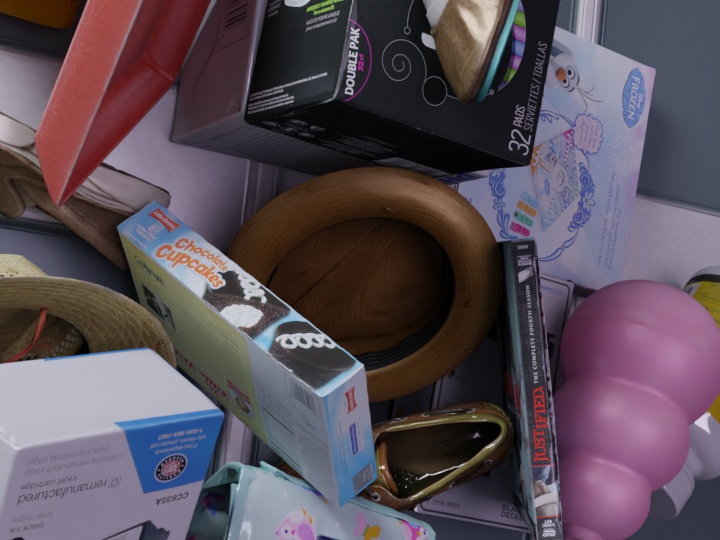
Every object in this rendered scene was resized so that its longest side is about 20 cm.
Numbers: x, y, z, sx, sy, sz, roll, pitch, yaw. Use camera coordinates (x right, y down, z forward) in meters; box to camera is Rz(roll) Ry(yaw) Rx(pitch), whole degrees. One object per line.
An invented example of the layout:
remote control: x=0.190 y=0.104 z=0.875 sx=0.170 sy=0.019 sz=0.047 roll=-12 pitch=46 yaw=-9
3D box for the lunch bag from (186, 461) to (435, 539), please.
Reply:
lunch bag: x=-0.056 y=0.230 z=0.928 sx=0.170 sy=0.122 sz=0.200 roll=23 pitch=102 yaw=-29

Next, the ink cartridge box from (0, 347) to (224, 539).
ink cartridge box: x=-0.180 y=0.154 z=0.814 sx=0.146 sy=0.086 sz=0.200 roll=-5 pitch=119 yaw=-47

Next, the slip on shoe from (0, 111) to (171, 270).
slip on shoe: x=-0.219 y=-0.063 z=0.908 sx=0.200 sy=0.076 sz=0.061 roll=25 pitch=91 yaw=-32

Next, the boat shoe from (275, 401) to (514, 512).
boat shoe: x=0.010 y=0.137 z=0.991 sx=0.200 sy=0.068 sz=0.072 roll=-24 pitch=81 yaw=-2

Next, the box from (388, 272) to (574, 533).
box: x=0.089 y=0.092 z=1.087 sx=0.116 sy=0.060 sz=0.201 roll=14 pitch=81 yaw=-29

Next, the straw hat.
straw hat: x=-0.220 y=0.037 z=0.884 sx=0.201 sy=0.201 sz=0.085 roll=12 pitch=41 yaw=-30

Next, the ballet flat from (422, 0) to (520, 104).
ballet flat: x=0.070 y=-0.191 z=0.804 sx=0.072 sy=0.068 sz=0.200 roll=24 pitch=76 yaw=-6

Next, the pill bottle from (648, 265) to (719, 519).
pill bottle: x=0.275 y=0.102 z=1.169 sx=0.111 sy=0.111 sz=0.200 roll=47 pitch=67 yaw=-20

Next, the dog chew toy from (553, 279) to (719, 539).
dog chew toy: x=0.194 y=0.109 z=1.048 sx=0.124 sy=0.124 sz=0.200 roll=32 pitch=68 yaw=-26

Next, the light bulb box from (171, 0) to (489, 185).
light bulb box: x=-0.009 y=-0.172 z=1.003 sx=0.200 sy=0.125 sz=0.199 roll=11 pitch=82 yaw=-29

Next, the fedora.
fedora: x=0.000 y=0.000 z=0.996 sx=0.200 sy=0.082 sz=0.201 roll=0 pitch=120 yaw=1

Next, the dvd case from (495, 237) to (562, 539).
dvd case: x=0.115 y=0.078 z=0.991 sx=0.022 sy=0.146 sz=0.201 roll=-6 pitch=91 yaw=0

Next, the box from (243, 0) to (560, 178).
box: x=0.033 y=-0.175 z=0.885 sx=0.148 sy=0.124 sz=0.201 roll=15 pitch=82 yaw=-30

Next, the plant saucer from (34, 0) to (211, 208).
plant saucer: x=-0.129 y=-0.162 z=0.864 sx=0.037 sy=0.200 sz=0.200 roll=29 pitch=34 yaw=-2

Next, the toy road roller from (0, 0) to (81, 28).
toy road roller: x=-0.205 y=-0.252 z=0.908 sx=0.123 sy=0.146 sz=0.200 roll=15 pitch=43 yaw=-22

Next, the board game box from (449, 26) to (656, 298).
board game box: x=0.138 y=-0.097 z=1.135 sx=0.199 sy=0.043 sz=0.201 roll=17 pitch=79 yaw=-29

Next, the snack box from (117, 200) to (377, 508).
snack box: x=-0.072 y=0.051 z=0.895 sx=0.037 sy=0.200 sz=0.116 roll=-37 pitch=144 yaw=-25
